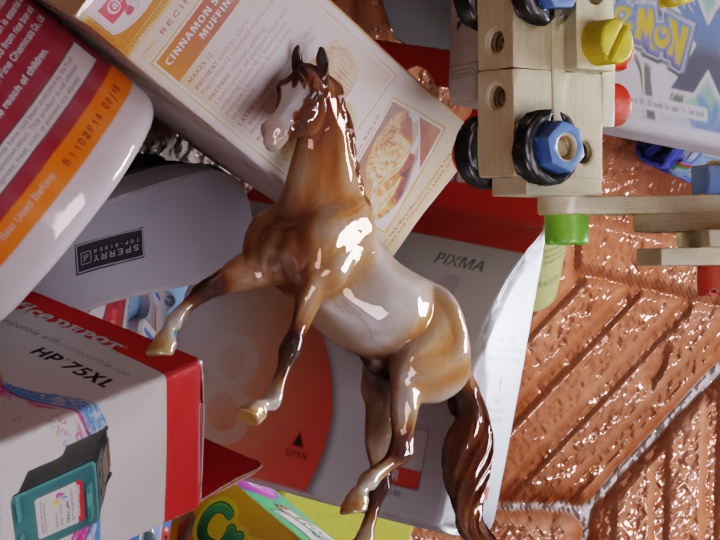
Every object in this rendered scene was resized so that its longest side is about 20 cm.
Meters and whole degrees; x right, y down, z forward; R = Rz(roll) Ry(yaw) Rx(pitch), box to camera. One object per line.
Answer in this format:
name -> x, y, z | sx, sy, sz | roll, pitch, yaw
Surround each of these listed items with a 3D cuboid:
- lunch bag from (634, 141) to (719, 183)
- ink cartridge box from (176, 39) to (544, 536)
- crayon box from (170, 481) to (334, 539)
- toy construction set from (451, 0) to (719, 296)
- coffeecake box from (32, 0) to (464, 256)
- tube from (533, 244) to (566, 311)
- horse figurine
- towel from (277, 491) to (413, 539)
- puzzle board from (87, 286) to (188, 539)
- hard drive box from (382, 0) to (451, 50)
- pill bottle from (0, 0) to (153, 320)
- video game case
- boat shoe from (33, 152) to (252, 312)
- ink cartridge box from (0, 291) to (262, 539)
lunch bag -> 0.230, -0.115, 1.416 | 0.150, 0.094, 0.201 | 9, 119, -40
ink cartridge box -> 0.000, 0.000, 1.205 | 0.050, 0.162, 0.201 | 2, 97, -53
crayon box -> -0.056, 0.200, 1.268 | 0.058, 0.200, 0.173 | 26, 95, -41
toy construction set -> 0.103, -0.083, 1.103 | 0.131, 0.092, 0.201 | 0, 74, -40
coffeecake box -> -0.069, -0.102, 1.136 | 0.073, 0.153, 0.200 | -54, 132, -3
tube -> 0.078, -0.077, 1.232 | 0.052, 0.058, 0.201 | 9, 119, 1
horse figurine -> -0.002, 0.028, 1.095 | 0.200, 0.050, 0.133 | 48, 54, -30
towel -> -0.010, 0.119, 1.388 | 0.086, 0.018, 0.201 | 7, 109, -33
puzzle board -> -0.138, 0.078, 1.214 | 0.150, 0.017, 0.201 | 14, 78, -41
hard drive box -> 0.068, -0.209, 1.238 | 0.156, 0.077, 0.201 | -35, 129, -18
pill bottle -> -0.185, -0.080, 1.046 | 0.200, 0.113, 0.113 | 39, 87, -12
video game case -> 0.120, -0.147, 1.189 | 0.199, 0.022, 0.183 | 8, 80, -38
boat shoe -> -0.138, -0.013, 1.173 | 0.199, 0.057, 0.069 | -9, 110, -39
ink cartridge box -> -0.141, 0.063, 1.065 | 0.200, 0.116, 0.068 | -22, 123, -46
